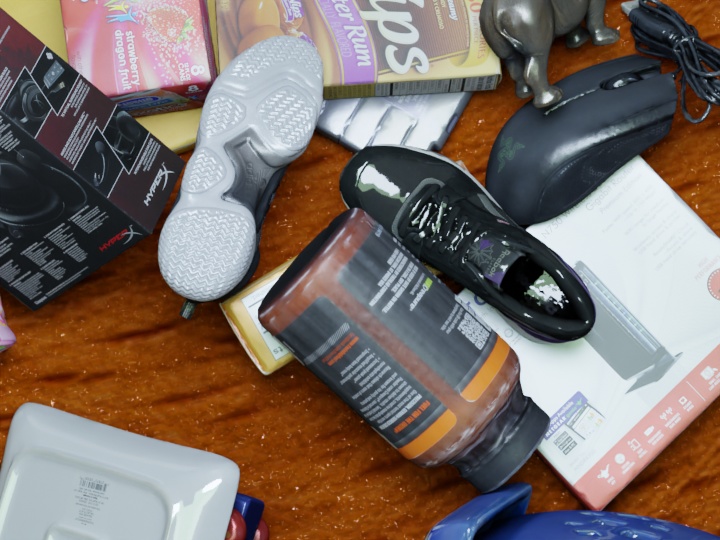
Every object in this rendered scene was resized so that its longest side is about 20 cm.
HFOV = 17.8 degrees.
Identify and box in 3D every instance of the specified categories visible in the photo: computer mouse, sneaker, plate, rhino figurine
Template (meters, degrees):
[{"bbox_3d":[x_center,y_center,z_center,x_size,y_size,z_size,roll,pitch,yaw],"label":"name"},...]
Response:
[{"bbox_3d":[0.161,-0.114,1.623,0.200,0.053,0.139,-39,40,1],"label":"computer mouse"},{"bbox_3d":[0.078,-0.022,1.561,0.200,0.088,0.076,33,89,-5],"label":"sneaker"},{"bbox_3d":[-0.191,0.205,1.581,0.199,0.032,0.201,13,86,31],"label":"plate"},{"bbox_3d":[-0.086,-0.061,1.583,0.075,0.114,0.201,23,72,-1],"label":"sneaker"},{"bbox_3d":[0.147,-0.197,1.623,0.200,0.060,0.088,-47,119,-43],"label":"rhino figurine"}]

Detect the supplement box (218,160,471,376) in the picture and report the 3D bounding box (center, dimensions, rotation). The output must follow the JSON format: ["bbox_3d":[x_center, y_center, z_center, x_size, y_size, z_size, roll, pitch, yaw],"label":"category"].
[{"bbox_3d":[0.000,0.000,1.635,0.199,0.067,0.069,-29,88,-2],"label":"supplement box"}]

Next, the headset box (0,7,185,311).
[{"bbox_3d":[-0.244,-0.081,1.561,0.200,0.149,0.077,40,46,-19],"label":"headset box"}]

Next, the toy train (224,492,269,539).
[{"bbox_3d":[-0.149,0.238,1.605,0.115,0.085,0.201,18,85,14],"label":"toy train"}]

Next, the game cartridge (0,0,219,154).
[{"bbox_3d":[-0.188,-0.157,1.675,0.199,0.032,0.177,-20,84,0],"label":"game cartridge"}]

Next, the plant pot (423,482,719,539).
[{"bbox_3d":[0.122,0.254,1.524,0.179,0.200,0.201,19,100,14],"label":"plant pot"}]

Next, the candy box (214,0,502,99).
[{"bbox_3d":[-0.003,-0.183,1.631,0.199,0.056,0.117,-4,83,-1],"label":"candy box"}]

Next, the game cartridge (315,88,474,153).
[{"bbox_3d":[0.035,-0.176,1.673,0.129,0.038,0.200,30,84,0],"label":"game cartridge"}]

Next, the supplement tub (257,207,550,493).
[{"bbox_3d":[0.033,0.059,1.552,0.200,0.107,0.107,43,85,-6],"label":"supplement tub"}]

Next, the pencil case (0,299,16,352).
[{"bbox_3d":[-0.316,-0.020,1.630,0.087,0.087,0.201,-22,84,-2],"label":"pencil case"}]

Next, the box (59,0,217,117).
[{"bbox_3d":[-0.161,-0.213,1.616,0.099,0.095,0.201,-8,84,-1],"label":"box"}]

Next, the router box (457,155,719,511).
[{"bbox_3d":[0.174,0.040,1.637,0.200,0.049,0.180,-44,85,-4],"label":"router box"}]
